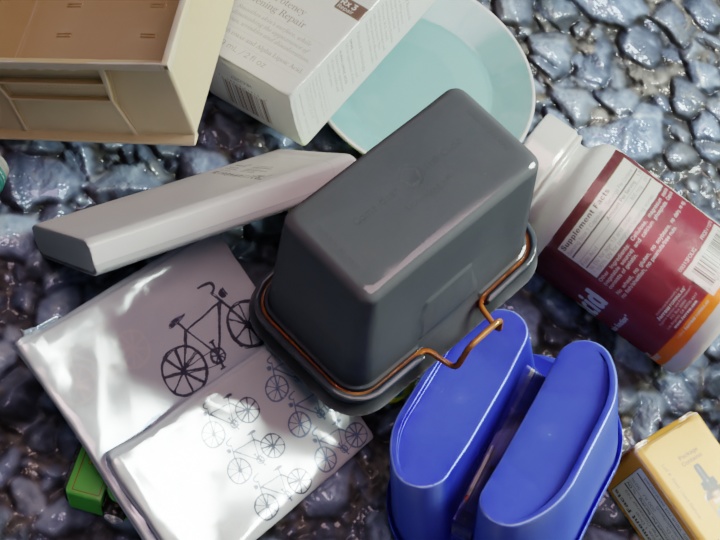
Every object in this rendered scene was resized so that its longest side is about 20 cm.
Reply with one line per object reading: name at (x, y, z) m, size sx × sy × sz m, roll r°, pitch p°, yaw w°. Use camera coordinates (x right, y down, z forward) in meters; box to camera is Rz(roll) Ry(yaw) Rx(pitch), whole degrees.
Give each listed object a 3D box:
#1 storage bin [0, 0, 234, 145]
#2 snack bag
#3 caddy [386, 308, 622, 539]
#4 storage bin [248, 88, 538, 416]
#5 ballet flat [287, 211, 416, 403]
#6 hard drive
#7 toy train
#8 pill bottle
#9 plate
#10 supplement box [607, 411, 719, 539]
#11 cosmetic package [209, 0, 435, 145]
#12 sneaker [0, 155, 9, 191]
storage bin at (-0.198, -0.201, 1.024) m, size 0.198 × 0.094 × 0.200 m, roll 3°, pitch 59°, yaw 13°
snack bag at (-0.105, 0.082, 0.938) m, size 0.188 × 0.021 × 0.200 m, roll -35°, pitch 91°, yaw -38°
caddy at (0.101, 0.127, 0.974) m, size 0.141 × 0.105 × 0.200 m, roll 22°, pitch 56°, yaw 21°
storage bin at (0.035, -0.014, 0.925) m, size 0.200 × 0.134 × 0.146 m, roll -39°, pitch 72°, yaw -20°
ballet flat at (0.000, 0.000, 1.028) m, size 0.067 × 0.067 × 0.200 m, roll -11°, pitch 66°, yaw -20°
hard drive at (-0.117, -0.045, 0.986) m, size 0.200 × 0.132 × 0.027 m, roll -20°, pitch 105°, yaw -25°
toy train at (-0.150, 0.077, 0.959) m, size 0.056 × 0.042 × 0.200 m, roll 14°, pitch 59°, yaw 3°
pill bottle at (0.196, -0.023, 1.075) m, size 0.200 × 0.114 × 0.114 m, roll 37°, pitch 59°, yaw 5°
plate at (0.047, -0.156, 1.151) m, size 0.200 × 0.026 × 0.201 m, roll 8°, pitch 60°, yaw -14°
supplement box at (0.261, 0.206, 1.002) m, size 0.066 × 0.069 × 0.200 m, roll -24°, pitch 74°, yaw -27°
cosmetic package at (-0.025, -0.203, 1.092) m, size 0.102 × 0.074 × 0.200 m, roll 31°, pitch 70°, yaw 22°
sneaker at (-0.346, -0.061, 0.957) m, size 0.199 × 0.071 × 0.080 m, roll 9°, pitch 65°, yaw -7°
